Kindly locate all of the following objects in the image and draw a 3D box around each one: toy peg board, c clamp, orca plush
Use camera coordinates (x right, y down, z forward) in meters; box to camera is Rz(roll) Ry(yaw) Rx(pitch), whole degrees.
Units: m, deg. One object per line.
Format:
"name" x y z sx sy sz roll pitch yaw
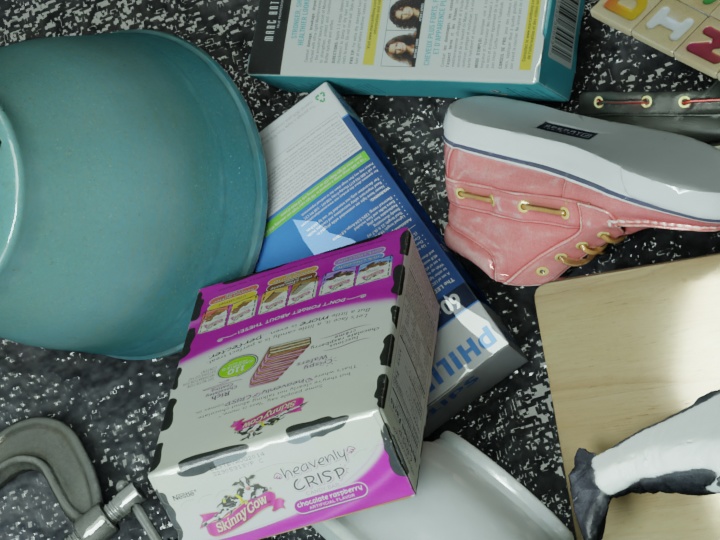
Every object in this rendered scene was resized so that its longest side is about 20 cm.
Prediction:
"toy peg board" 0.222 0.087 1.688 0.199 0.098 0.200 -10 92 24
"c clamp" -0.214 0.174 1.798 0.200 0.027 0.171 -35 52 9
"orca plush" 0.209 0.108 1.598 0.199 0.105 0.071 -29 115 20

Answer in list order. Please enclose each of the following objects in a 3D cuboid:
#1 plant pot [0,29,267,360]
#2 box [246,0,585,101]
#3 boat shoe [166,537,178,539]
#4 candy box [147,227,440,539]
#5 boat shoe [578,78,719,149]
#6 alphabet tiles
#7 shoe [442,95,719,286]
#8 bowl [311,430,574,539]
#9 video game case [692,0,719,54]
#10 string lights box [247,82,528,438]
"plant pot" -0.187 -0.044 1.743 0.199 0.188 0.201 1 92 35
"box" 0.033 -0.147 1.788 0.199 0.049 0.083 4 81 30
"boat shoe" -0.049 0.229 1.747 0.060 0.076 0.200 -47 59 1
"candy box" -0.032 0.065 1.654 0.136 0.200 0.061 -17 116 15
"boat shoe" 0.223 -0.092 1.737 0.200 0.074 0.064 -8 84 18
"alphabet tiles" 0.234 -0.180 1.738 0.200 0.006 0.166 31 68 38
"shoe" 0.133 -0.034 1.710 0.199 0.071 0.092 17 117 32
"bowl" 0.055 0.154 1.669 0.201 0.201 0.090 39 84 19
"video game case" 0.281 -0.119 1.698 0.142 0.019 0.201 -17 47 -2
"string lights box" 0.000 0.000 1.785 0.103 0.059 0.200 -36 72 6
